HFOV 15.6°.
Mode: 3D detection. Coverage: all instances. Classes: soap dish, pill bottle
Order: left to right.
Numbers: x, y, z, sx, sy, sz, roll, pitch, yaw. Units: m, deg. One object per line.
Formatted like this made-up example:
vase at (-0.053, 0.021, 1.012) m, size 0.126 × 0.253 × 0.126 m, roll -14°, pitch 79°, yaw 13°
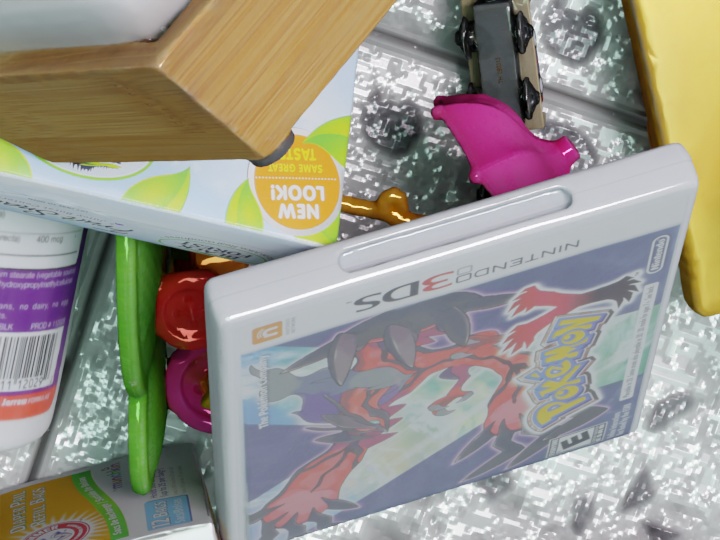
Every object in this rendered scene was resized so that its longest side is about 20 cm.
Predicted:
pill bottle at (-0.158, -0.039, 1.037) m, size 0.111 × 0.111 × 0.201 m, roll 11°, pitch 102°, yaw -10°
soap dish at (-0.039, -0.117, 0.841) m, size 0.200 × 0.157 × 0.081 m, roll -51°, pitch 119°, yaw -25°

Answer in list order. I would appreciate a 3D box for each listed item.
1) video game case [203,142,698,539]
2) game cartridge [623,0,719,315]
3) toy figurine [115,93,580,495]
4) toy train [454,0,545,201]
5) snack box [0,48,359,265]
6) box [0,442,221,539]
video game case at (0.031, 0.036, 0.998) m, size 0.181 × 0.200 × 0.023 m, roll -16°, pitch 62°, yaw -10°
game cartridge at (0.198, -0.099, 1.075) m, size 0.175 × 0.032 × 0.201 m, roll -14°, pitch 106°, yaw -4°
toy figurine at (0.000, 0.000, 1.041) m, size 0.183 × 0.150 × 0.201 m, roll 2°, pitch 115°, yaw 0°
toy train at (0.059, -0.083, 1.090) m, size 0.034 × 0.046 × 0.201 m, roll -6°, pitch 104°, yaw 11°
snack box at (-0.098, -0.090, 0.917) m, size 0.199 × 0.053 × 0.143 m, roll 12°, pitch 76°, yaw -23°
box at (-0.090, 0.191, 1.103) m, size 0.101 × 0.113 × 0.201 m, roll -15°, pitch 104°, yaw -4°
